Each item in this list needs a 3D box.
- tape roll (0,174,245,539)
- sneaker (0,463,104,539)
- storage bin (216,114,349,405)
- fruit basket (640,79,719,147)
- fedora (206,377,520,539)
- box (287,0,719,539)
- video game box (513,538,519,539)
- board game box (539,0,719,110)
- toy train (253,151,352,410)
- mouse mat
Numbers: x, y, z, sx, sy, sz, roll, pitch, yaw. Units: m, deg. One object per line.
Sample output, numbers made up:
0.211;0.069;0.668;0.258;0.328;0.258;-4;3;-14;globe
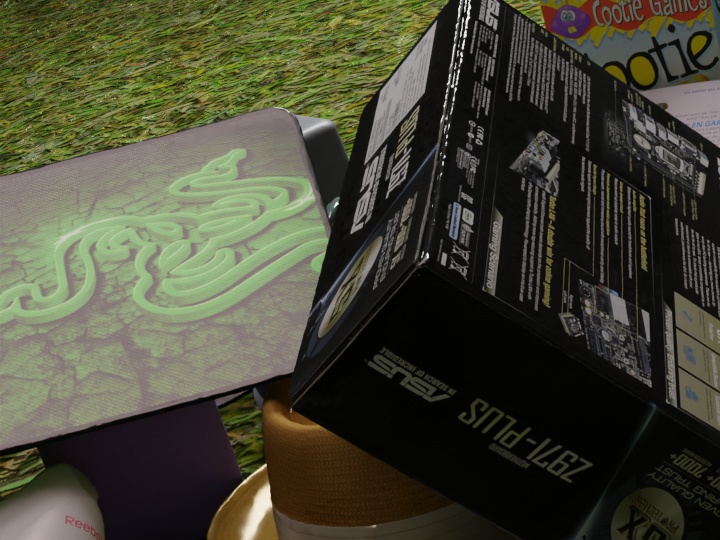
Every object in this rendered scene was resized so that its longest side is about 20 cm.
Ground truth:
-0.129;0.050;0.726;0.085;0.200;0.200;-20;21;-9;tape roll
-0.184;0.151;0.627;0.200;0.078;0.099;-27;38;22;sneaker
-0.085;-0.018;0.949;0.200;0.135;0.145;-28;24;-27;storage bin
0.142;-0.017;0.754;0.185;0.094;0.200;-5;48;34;fruit basket
0.021;0.068;0.605;0.200;0.082;0.201;-13;21;5;fedora
0.076;0.002;0.553;0.086;0.164;0.200;-49;18;36;box
0.038;0.141;0.588;0.182;0.047;0.200;10;34;46;video game box
0.191;-0.104;0.859;0.103;0.200;0.105;-4;24;29;board game box
0.000;0.000;0.805;0.200;0.085;0.114;-56;5;15;toy train
-0.110;0.002;0.629;0.200;0.008;0.161;-14;51;-5;mouse mat
